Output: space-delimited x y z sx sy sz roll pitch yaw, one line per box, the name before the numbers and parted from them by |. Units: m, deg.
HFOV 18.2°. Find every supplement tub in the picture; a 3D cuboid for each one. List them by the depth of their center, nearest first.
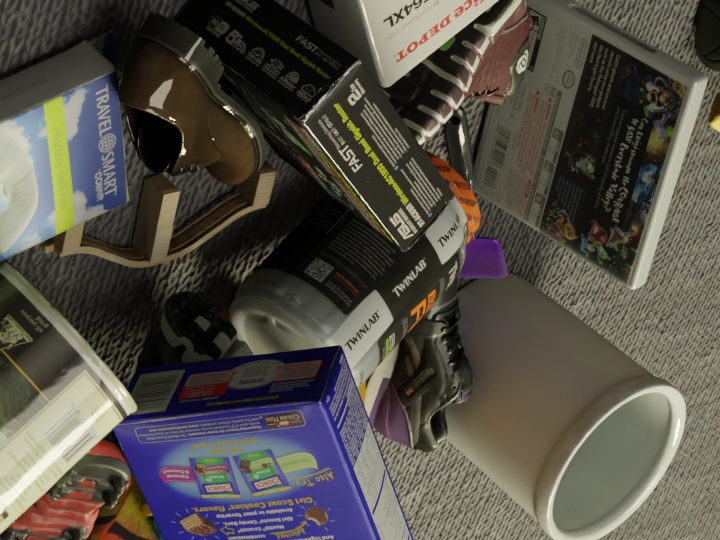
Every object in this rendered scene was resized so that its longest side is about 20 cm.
supplement tub | 0.000 0.000 1.763 0.200 0.122 0.123 -47 147 -28

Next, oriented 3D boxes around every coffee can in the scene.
coffee can | -0.276 0.111 1.555 0.200 0.146 0.147 -43 145 -11

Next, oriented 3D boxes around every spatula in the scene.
spatula | 0.088 -0.063 1.902 0.021 0.056 0.201 -77 163 -48

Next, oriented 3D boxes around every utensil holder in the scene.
utensil holder | 0.162 0.118 2.003 0.170 0.200 0.170 -28 139 -27

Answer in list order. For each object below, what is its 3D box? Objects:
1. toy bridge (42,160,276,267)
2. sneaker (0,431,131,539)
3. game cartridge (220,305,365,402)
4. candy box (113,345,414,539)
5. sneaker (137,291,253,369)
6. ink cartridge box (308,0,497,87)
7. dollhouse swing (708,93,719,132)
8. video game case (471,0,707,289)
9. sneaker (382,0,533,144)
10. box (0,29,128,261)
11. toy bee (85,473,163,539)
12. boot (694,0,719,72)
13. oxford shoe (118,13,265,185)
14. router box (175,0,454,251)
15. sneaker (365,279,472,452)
toy bridge | -0.152 -0.036 1.662 0.200 0.027 0.067 -16 134 -39
sneaker | -0.230 0.154 1.697 0.071 0.098 0.200 11 145 -25
game cartridge | -0.058 0.138 1.837 0.200 0.032 0.177 30 56 -54
candy box | -0.066 0.161 1.646 0.077 0.168 0.201 -66 144 -53
sneaker | -0.092 0.110 1.717 0.090 0.200 0.066 -44 -175 34
ink cartridge box | 0.028 -0.254 1.613 0.146 0.084 0.200 -39 143 -16
dollhouse swing | 0.428 -0.215 2.067 0.181 0.176 0.200 29 123 -27
video game case | 0.182 -0.111 1.830 0.023 0.182 0.201 -24 138 -43
sneaker | 0.075 -0.140 1.782 0.200 0.076 0.116 -49 148 -4
box | -0.235 -0.071 1.522 0.200 0.048 0.122 -28 140 -28
toy bee | -0.175 0.174 1.777 0.109 0.131 0.200 55 30 -18
boot | 0.394 -0.268 2.021 0.153 0.073 0.204 -4 126 -50
oxford shoe | -0.126 -0.100 1.574 0.085 0.072 0.200 -61 154 -12
router box | -0.031 -0.114 1.618 0.062 0.150 0.200 -47 145 -5
sneaker | 0.068 0.067 1.935 0.076 0.087 0.201 -38 151 -53
